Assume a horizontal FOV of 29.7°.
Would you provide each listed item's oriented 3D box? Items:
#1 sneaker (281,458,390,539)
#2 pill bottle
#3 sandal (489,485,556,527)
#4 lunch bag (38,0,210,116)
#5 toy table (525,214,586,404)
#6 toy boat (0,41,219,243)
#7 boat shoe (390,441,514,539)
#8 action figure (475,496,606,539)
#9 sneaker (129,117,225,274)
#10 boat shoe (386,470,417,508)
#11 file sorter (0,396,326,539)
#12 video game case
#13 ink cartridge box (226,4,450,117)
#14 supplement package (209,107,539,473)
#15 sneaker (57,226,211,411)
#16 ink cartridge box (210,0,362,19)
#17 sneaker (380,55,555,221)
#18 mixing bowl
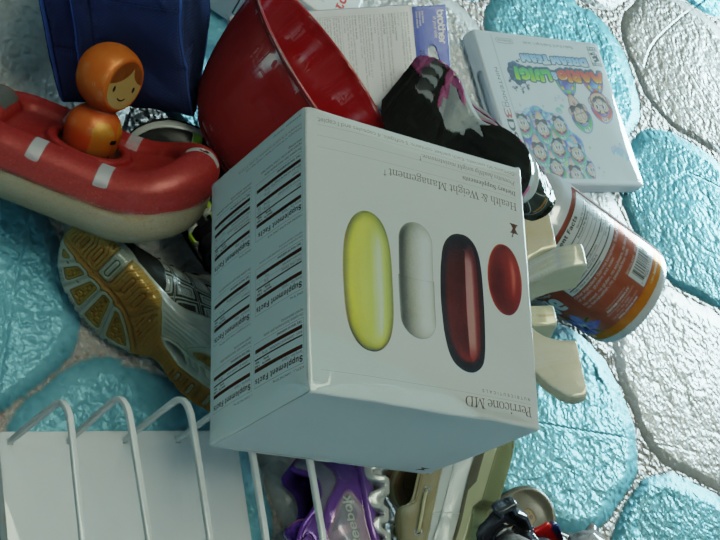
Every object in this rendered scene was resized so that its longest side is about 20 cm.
[{"bbox_3d":[-0.018,0.229,1.073,0.088,0.081,0.202,4,60,-28],"label":"sneaker"},{"bbox_3d":[0.196,-0.024,1.338,0.199,0.112,0.113,34,51,-18],"label":"pill bottle"},{"bbox_3d":[0.114,0.253,1.167,0.199,0.055,0.082,-34,89,-37],"label":"sandal"},{"bbox_3d":[-0.195,-0.225,1.082,0.131,0.201,0.137,4,57,0],"label":"lunch bag"},{"bbox_3d":[0.120,0.029,1.161,0.116,0.200,0.186,-7,80,-5],"label":"toy table"},{"bbox_3d":[-0.199,-0.109,1.028,0.198,0.132,0.131,21,19,-5],"label":"toy boat"},{"bbox_3d":[0.062,0.214,1.106,0.202,0.068,0.075,-68,154,-14],"label":"boat shoe"},{"bbox_3d":[0.139,0.289,1.093,0.193,0.104,0.200,-45,133,-10],"label":"action figure"},{"bbox_3d":[-0.117,-0.044,1.119,0.200,0.072,0.083,44,20,-11],"label":"sneaker"},{"bbox_3d":[0.082,0.149,1.205,0.199,0.062,0.074,-34,115,-40],"label":"boat shoe"},{"bbox_3d":[-0.143,0.167,0.973,0.198,0.124,0.140,4,64,-35],"label":"file sorter"},{"bbox_3d":[0.213,-0.173,1.488,0.198,0.024,0.184,-1,69,-38],"label":"video game case"},{"bbox_3d":[-0.017,-0.175,1.225,0.198,0.042,0.121,-6,92,-9],"label":"ink cartridge box"},{"bbox_3d":[0.006,0.023,0.966,0.190,0.147,0.202,11,65,-30],"label":"supplement package"},{"bbox_3d":[-0.154,0.028,1.084,0.200,0.075,0.088,45,34,-16],"label":"sneaker"},{"bbox_3d":[-0.089,-0.305,1.286,0.199,0.084,0.147,31,52,-20],"label":"ink cartridge box"},{"bbox_3d":[0.092,-0.102,1.157,0.086,0.080,0.200,35,15,-48],"label":"sneaker"},{"bbox_3d":[-0.063,-0.125,1.119,0.200,0.108,0.201,50,18,-23],"label":"mixing bowl"}]
